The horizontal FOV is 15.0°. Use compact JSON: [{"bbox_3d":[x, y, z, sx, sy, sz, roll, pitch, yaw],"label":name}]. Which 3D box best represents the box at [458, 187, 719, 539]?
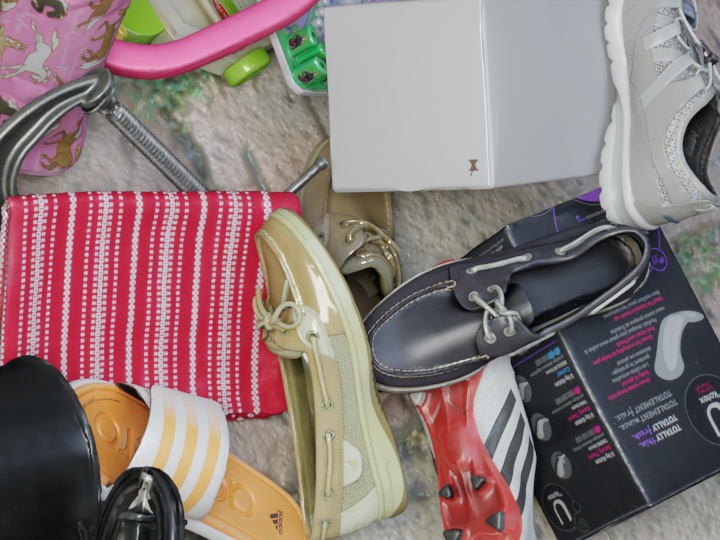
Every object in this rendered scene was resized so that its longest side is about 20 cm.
[{"bbox_3d":[0.154,0.059,1.778,0.122,0.106,0.200,-22,81,-36],"label":"box"}]

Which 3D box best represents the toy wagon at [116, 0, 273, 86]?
[{"bbox_3d":[-0.106,-0.193,1.768,0.200,0.040,0.155,-32,88,-38],"label":"toy wagon"}]

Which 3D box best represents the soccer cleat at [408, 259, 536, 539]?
[{"bbox_3d":[0.074,0.093,1.736,0.085,0.069,0.200,24,52,-62],"label":"soccer cleat"}]

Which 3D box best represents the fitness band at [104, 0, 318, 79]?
[{"bbox_3d":[-0.104,-0.202,1.685,0.200,0.037,0.144,-27,87,-7],"label":"fitness band"}]

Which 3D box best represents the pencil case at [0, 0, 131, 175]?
[{"bbox_3d":[-0.175,-0.149,1.603,0.086,0.200,0.083,24,35,-7],"label":"pencil case"}]

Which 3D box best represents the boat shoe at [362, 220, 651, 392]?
[{"bbox_3d":[0.088,0.016,1.672,0.200,0.063,0.073,-20,81,-13],"label":"boat shoe"}]

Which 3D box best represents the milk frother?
[{"bbox_3d":[-0.217,0.136,1.445,0.188,0.200,0.181,-13,81,-36],"label":"milk frother"}]

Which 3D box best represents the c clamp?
[{"bbox_3d":[-0.136,-0.051,1.622,0.171,0.027,0.200,-50,132,2],"label":"c clamp"}]

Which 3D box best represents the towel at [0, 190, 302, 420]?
[{"bbox_3d":[-0.124,0.024,1.622,0.200,0.022,0.145,-2,103,-33],"label":"towel"}]

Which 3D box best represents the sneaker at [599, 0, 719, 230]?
[{"bbox_3d":[0.206,-0.123,1.747,0.075,0.082,0.200,12,79,-56],"label":"sneaker"}]

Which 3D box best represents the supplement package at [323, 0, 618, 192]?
[{"bbox_3d":[0.082,-0.116,1.746,0.200,0.121,0.120,-10,99,-56],"label":"supplement package"}]

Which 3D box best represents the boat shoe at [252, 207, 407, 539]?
[{"bbox_3d":[-0.030,0.063,1.631,0.063,0.073,0.201,-21,107,-17],"label":"boat shoe"}]

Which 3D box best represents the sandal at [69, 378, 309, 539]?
[{"bbox_3d":[-0.090,0.111,1.598,0.207,0.059,0.079,30,43,-38],"label":"sandal"}]

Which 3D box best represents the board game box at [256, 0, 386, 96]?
[{"bbox_3d":[-0.012,-0.208,1.801,0.200,0.026,0.200,-2,69,-56],"label":"board game box"}]

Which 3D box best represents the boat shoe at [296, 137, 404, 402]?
[{"bbox_3d":[0.000,0.000,1.731,0.072,0.065,0.200,16,61,-26],"label":"boat shoe"}]
